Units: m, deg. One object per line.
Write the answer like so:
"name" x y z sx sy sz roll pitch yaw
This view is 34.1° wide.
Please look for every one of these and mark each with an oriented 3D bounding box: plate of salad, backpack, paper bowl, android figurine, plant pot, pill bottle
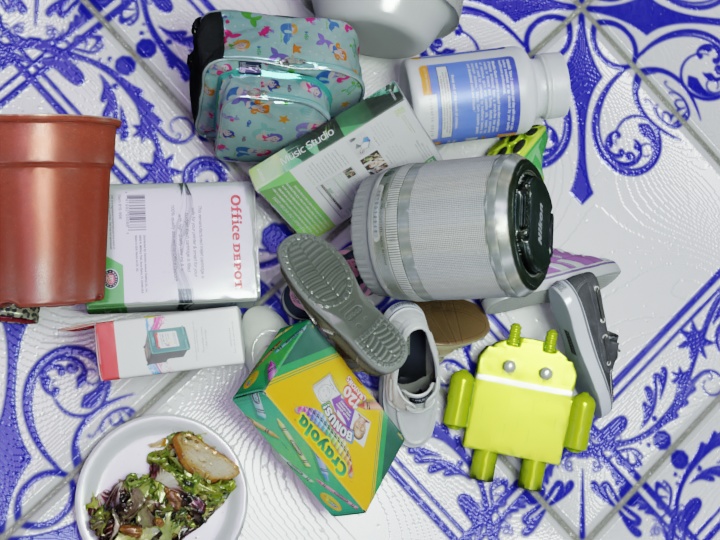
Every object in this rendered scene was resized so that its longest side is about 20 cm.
"plate of salad" -0.229 0.267 1.363 0.200 0.048 0.200 2 82 -12
"backpack" -0.094 -0.218 1.386 0.200 0.178 0.151 -5 67 -15
"paper bowl" 0.024 -0.326 1.418 0.200 0.201 0.104 12 79 -10
"android figurine" 0.197 0.167 1.449 0.182 0.041 0.200 12 90 2
"plant pot" -0.352 -0.061 1.255 0.201 0.201 0.196 -3 93 -12
"pill bottle" 0.155 -0.220 1.466 0.200 0.112 0.112 -7 84 -5

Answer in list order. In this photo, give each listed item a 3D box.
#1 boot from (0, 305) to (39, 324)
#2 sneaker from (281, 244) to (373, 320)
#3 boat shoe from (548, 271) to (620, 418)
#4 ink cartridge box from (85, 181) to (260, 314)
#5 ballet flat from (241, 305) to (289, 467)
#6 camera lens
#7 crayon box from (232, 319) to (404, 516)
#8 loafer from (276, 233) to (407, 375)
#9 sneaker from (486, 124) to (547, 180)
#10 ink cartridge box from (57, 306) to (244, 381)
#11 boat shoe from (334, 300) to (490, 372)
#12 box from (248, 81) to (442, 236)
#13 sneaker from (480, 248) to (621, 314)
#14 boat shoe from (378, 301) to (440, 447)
"boot" -0.450 -0.025 1.341 0.203 0.073 0.154 9 77 -15
"sneaker" 0.000 0.000 1.428 0.200 0.082 0.070 -31 86 -15
"boat shoe" 0.289 0.090 1.455 0.066 0.070 0.200 -26 112 -12
"ink cartridge box" -0.223 -0.026 1.386 0.200 0.083 0.147 -1 82 -11
"ballet flat" -0.094 0.136 1.399 0.069 0.069 0.200 -13 85 -13
"camera lens" 0.109 -0.046 1.331 0.200 0.160 0.160 -3 81 26
"crayon box" -0.045 0.172 1.354 0.200 0.058 0.119 53 45 -21
"loafer" -0.030 0.046 1.341 0.075 0.070 0.200 -30 76 -29
"sneaker" 0.198 -0.105 1.477 0.084 0.074 0.200 51 43 -32
"ink cartridge box" -0.234 0.085 1.345 0.200 0.116 0.067 -7 87 -5
"boat shoe" 0.061 0.082 1.448 0.200 0.063 0.073 -7 58 -15
"box" -0.015 -0.124 1.385 0.200 0.144 0.036 -32 57 6
"sneaker" 0.230 -0.018 1.487 0.200 0.073 0.114 -7 64 -24
"boat shoe" 0.059 0.136 1.386 0.073 0.065 0.200 -16 120 -9
